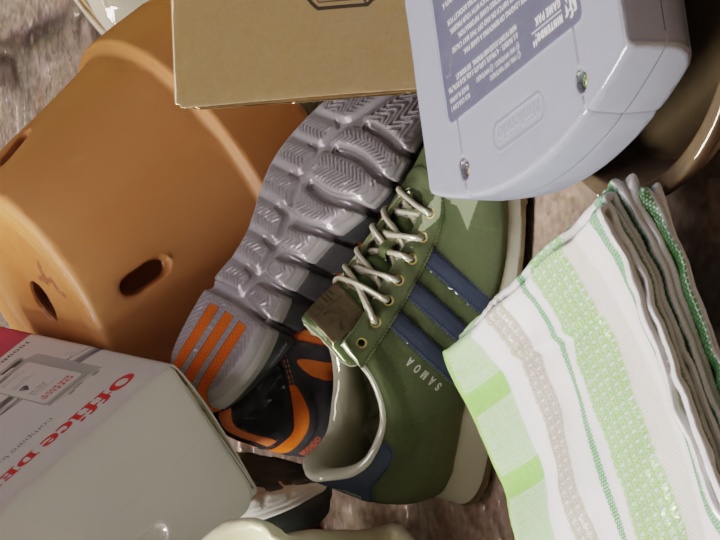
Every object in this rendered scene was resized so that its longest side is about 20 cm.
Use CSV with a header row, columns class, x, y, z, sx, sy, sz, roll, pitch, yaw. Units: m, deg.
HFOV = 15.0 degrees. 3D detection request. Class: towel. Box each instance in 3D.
class,x,y,z,sx,sy,sz,roll,pitch,yaw
towel,0.093,0.064,1.099,0.150,0.031,0.200,71,156,13

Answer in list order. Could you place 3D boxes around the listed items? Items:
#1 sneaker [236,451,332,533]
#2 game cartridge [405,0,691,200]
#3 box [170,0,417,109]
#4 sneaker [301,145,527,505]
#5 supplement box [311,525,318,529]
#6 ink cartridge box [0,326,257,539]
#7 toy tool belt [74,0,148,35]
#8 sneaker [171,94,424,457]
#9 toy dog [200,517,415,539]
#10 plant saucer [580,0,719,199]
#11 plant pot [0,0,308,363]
class,x,y,z,sx,sy,sz,roll,pitch,yaw
sneaker,-0.102,0.157,1.391,0.074,0.199,0.085,26,133,61
game cartridge,0.072,-0.102,1.092,0.200,0.041,0.134,145,124,-65
box,-0.008,-0.177,1.223,0.021,0.162,0.201,10,-103,-76
sneaker,0.019,0.016,1.240,0.067,0.089,0.201,-136,48,-62
supplement box,-0.058,0.225,1.433,0.061,0.108,0.201,112,149,-47
ink cartridge box,-0.163,0.107,1.303,0.200,0.146,0.083,6,132,58
toy tool belt,-0.126,-0.224,1.547,0.123,0.124,0.201,-69,-38,-71
sneaker,0.000,0.000,1.313,0.200,0.112,0.078,-54,39,2
toy dog,-0.035,0.206,1.296,0.194,0.200,0.140,-44,79,13
plant saucer,0.114,-0.126,1.066,0.200,0.029,0.201,179,90,-70
plant pot,-0.110,-0.019,1.396,0.200,0.140,0.201,44,155,27
